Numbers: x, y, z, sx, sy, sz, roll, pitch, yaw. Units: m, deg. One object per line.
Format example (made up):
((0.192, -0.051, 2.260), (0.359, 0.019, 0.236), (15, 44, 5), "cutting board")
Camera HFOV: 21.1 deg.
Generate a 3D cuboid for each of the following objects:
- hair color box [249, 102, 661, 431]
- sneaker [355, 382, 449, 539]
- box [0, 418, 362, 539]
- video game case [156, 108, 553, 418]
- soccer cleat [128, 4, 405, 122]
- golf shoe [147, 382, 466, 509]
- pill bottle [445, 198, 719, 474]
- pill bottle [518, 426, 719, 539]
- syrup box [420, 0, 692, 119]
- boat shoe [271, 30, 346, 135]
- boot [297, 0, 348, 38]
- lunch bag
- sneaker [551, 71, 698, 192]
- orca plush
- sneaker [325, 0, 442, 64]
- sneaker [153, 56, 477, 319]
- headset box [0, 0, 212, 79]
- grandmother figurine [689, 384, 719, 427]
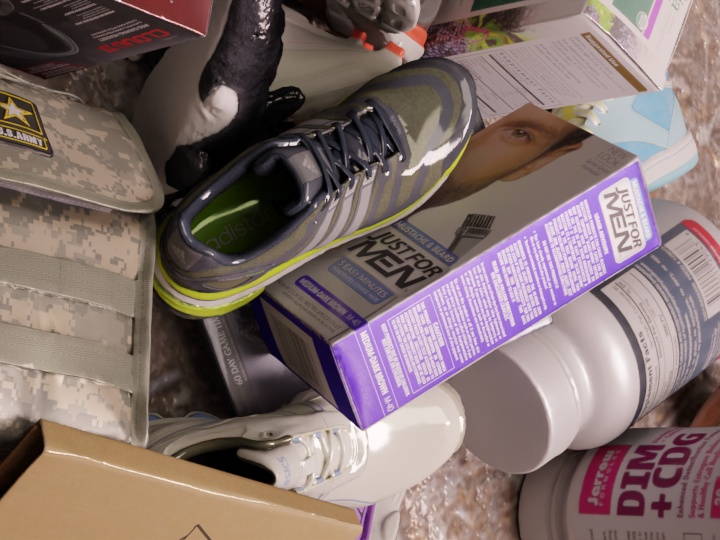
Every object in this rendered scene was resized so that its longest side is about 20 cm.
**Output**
((0.049, -0.007, 1.043), (0.199, 0.109, 0.065), (-30, 123, -18), "hair color box")
((-0.021, 0.125, 1.118), (0.083, 0.081, 0.201), (37, 55, -14), "sneaker")
((-0.121, 0.153, 0.968), (0.199, 0.164, 0.021), (22, 33, -38), "box")
((0.000, 0.000, 1.100), (0.199, 0.019, 0.144), (-22, 96, -19), "video game case")
((-0.035, -0.106, 1.075), (0.199, 0.069, 0.078), (28, 84, 4), "soccer cleat")
((-0.033, 0.104, 1.025), (0.199, 0.097, 0.079), (-12, 98, -10), "golf shoe")
((0.145, 0.044, 1.229), (0.200, 0.119, 0.120), (-30, 106, -39), "pill bottle")
((0.202, 0.155, 1.214), (0.113, 0.199, 0.114), (5, 82, -41), "pill bottle")
((0.093, -0.147, 1.146), (0.081, 0.199, 0.079), (37, 64, -33), "syrup box")
((0.005, -0.042, 1.150), (0.068, 0.072, 0.201), (-40, 105, -28), "boat shoe")
((-0.011, -0.252, 1.153), (0.155, 0.074, 0.201), (44, 70, -29), "boot")
((-0.188, -0.011, 0.941), (0.163, 0.117, 0.201), (14, 69, -36), "lunch bag")
((0.140, -0.101, 1.269), (0.200, 0.079, 0.131), (-29, 106, -49), "sneaker")
((-0.063, -0.107, 1.018), (0.071, 0.105, 0.201), (5, 122, -30), "orca plush")
((0.015, -0.174, 1.048), (0.077, 0.200, 0.082), (30, 86, 4), "sneaker")
((-0.019, -0.046, 0.989), (0.200, 0.081, 0.074), (-36, 85, -13), "sneaker")
((-0.174, -0.160, 0.944), (0.199, 0.148, 0.078), (19, 74, -40), "headset box")
((0.271, 0.069, 1.305), (0.122, 0.060, 0.201), (-56, 165, -38), "grandmother figurine")
